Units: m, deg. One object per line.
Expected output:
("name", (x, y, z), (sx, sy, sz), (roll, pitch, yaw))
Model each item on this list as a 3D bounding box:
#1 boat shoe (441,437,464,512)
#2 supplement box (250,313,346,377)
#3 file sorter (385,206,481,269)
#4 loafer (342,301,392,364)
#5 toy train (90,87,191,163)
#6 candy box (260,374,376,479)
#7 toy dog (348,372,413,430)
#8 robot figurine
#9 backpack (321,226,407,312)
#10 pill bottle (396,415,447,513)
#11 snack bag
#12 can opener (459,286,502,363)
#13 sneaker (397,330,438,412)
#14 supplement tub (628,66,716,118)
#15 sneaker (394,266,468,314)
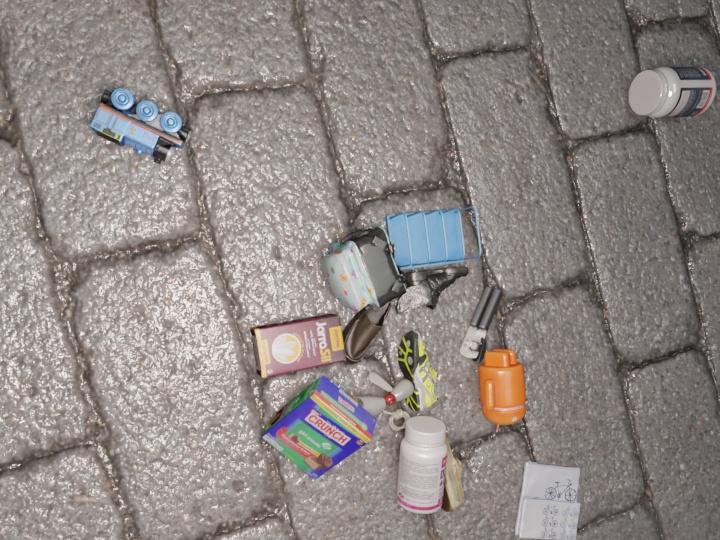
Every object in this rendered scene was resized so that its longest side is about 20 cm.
("boat shoe", (0.218, 0.495, 1.448), (0.065, 0.072, 0.201), (-11, 91, -30))
("supplement box", (-0.144, 0.170, 1.335), (0.199, 0.086, 0.111), (-9, 90, -18))
("file sorter", (0.183, -0.082, 1.432), (0.199, 0.123, 0.139), (-7, 90, -18))
("loafer", (0.013, 0.133, 1.394), (0.073, 0.071, 0.200), (30, 79, -14))
("toy train", (-0.475, -0.311, 1.257), (0.199, 0.087, 0.115), (24, 90, -17))
("candy box", (-0.093, 0.352, 1.292), (0.169, 0.077, 0.200), (42, 117, -11))
("toy dog", (0.023, 0.314, 1.387), (0.199, 0.096, 0.132), (0, 102, -30))
("robot figurine", (0.363, 0.303, 1.475), (0.116, 0.144, 0.201), (-4, 90, 2))
("backpack", (0.000, 0.000, 1.333), (0.153, 0.200, 0.176), (-27, 100, -11))
("pill bottle", (0.148, 0.460, 1.379), (0.113, 0.113, 0.201), (0, 102, -18))
("snack bag", (0.512, 0.620, 1.557), (0.188, 0.021, 0.201), (12, 84, -16))
("can opener", (0.316, 0.140, 1.509), (0.066, 0.053, 0.201), (30, 79, -49))
("sneaker", (0.146, 0.245, 1.439), (0.076, 0.075, 0.201), (-9, 99, -29))
("supplement tub", (0.896, -0.513, 1.668), (0.199, 0.140, 0.141), (-6, 89, -18))
("sneaker", (0.181, 0.049, 1.460), (0.199, 0.060, 0.105), (-6, 88, -12))
